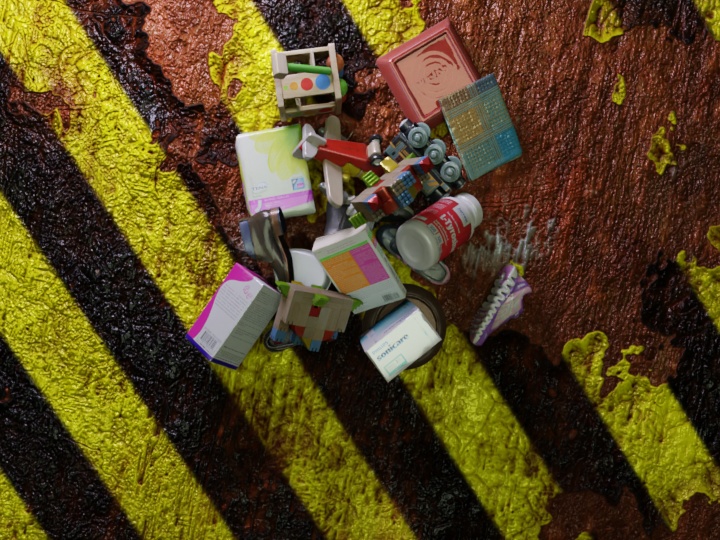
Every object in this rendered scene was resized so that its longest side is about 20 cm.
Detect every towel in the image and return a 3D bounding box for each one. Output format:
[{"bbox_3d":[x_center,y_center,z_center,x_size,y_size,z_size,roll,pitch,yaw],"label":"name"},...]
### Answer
[{"bbox_3d":[0.275,-0.326,1.764,0.145,0.022,0.202,-25,104,-4],"label":"towel"}]

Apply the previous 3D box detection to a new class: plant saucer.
[{"bbox_3d":[0.104,0.132,1.790,0.197,0.034,0.203,0,94,-4],"label":"plant saucer"},{"bbox_3d":[0.167,-0.442,1.762,0.198,0.037,0.201,-30,95,-2],"label":"plant saucer"}]

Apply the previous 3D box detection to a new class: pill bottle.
[{"bbox_3d":[0.179,-0.092,1.710,0.199,0.112,0.113,-34,96,-35],"label":"pill bottle"}]

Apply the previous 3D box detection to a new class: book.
[{"bbox_3d":[0.000,0.000,1.705,0.132,0.048,0.201,-17,123,22],"label":"book"}]

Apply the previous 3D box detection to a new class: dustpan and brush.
[{"bbox_3d":[-0.092,0.005,1.765,0.198,0.057,0.141,-14,87,4],"label":"dustpan and brush"}]

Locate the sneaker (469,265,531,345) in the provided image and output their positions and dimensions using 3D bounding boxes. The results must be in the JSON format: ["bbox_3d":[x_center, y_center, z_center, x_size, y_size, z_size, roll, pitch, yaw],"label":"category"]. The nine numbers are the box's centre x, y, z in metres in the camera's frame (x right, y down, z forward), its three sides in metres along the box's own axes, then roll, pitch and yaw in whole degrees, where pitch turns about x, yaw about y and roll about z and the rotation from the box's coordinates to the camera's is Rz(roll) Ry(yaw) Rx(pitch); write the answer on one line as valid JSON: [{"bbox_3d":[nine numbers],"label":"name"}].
[{"bbox_3d":[0.327,0.092,1.784,0.088,0.080,0.201,32,90,-13],"label":"sneaker"}]

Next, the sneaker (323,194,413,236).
[{"bbox_3d":[0.017,-0.104,1.737,0.197,0.075,0.108,7,71,4],"label":"sneaker"}]

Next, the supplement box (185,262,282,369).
[{"bbox_3d":[-0.275,0.102,1.710,0.101,0.103,0.201,36,92,33],"label":"supplement box"}]

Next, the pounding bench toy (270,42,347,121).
[{"bbox_3d":[-0.107,-0.413,1.657,0.154,0.200,0.126,-8,87,-3],"label":"pounding bench toy"}]

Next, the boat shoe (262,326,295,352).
[{"bbox_3d":[-0.128,0.133,1.753,0.198,0.073,0.075,-29,95,-2],"label":"boat shoe"}]

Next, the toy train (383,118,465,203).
[{"bbox_3d":[0.145,-0.245,1.748,0.200,0.085,0.114,45,112,-9],"label":"toy train"}]

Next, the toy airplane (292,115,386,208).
[{"bbox_3d":[-0.055,-0.237,1.690,0.199,0.142,0.200,43,54,13],"label":"toy airplane"}]

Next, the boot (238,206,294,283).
[{"bbox_3d":[-0.204,-0.034,1.703,0.096,0.075,0.203,-8,100,5],"label":"boot"}]

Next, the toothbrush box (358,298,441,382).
[{"bbox_3d":[0.081,0.146,1.672,0.146,0.200,0.086,-38,94,-2],"label":"toothbrush box"}]

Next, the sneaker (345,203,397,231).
[{"bbox_3d":[0.064,-0.159,1.689,0.199,0.075,0.082,-39,90,-8],"label":"sneaker"}]

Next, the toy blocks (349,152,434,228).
[{"bbox_3d":[0.071,-0.164,1.572,0.199,0.137,0.100,-39,106,-13],"label":"toy blocks"}]

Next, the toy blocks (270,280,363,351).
[{"bbox_3d":[-0.106,0.110,1.680,0.198,0.100,0.138,11,101,-32],"label":"toy blocks"}]

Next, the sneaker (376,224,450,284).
[{"bbox_3d":[0.125,-0.038,1.756,0.199,0.082,0.071,33,93,-4],"label":"sneaker"}]

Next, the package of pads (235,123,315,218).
[{"bbox_3d":[-0.192,-0.215,1.734,0.152,0.068,0.203,-10,93,-5],"label":"package of pads"}]
